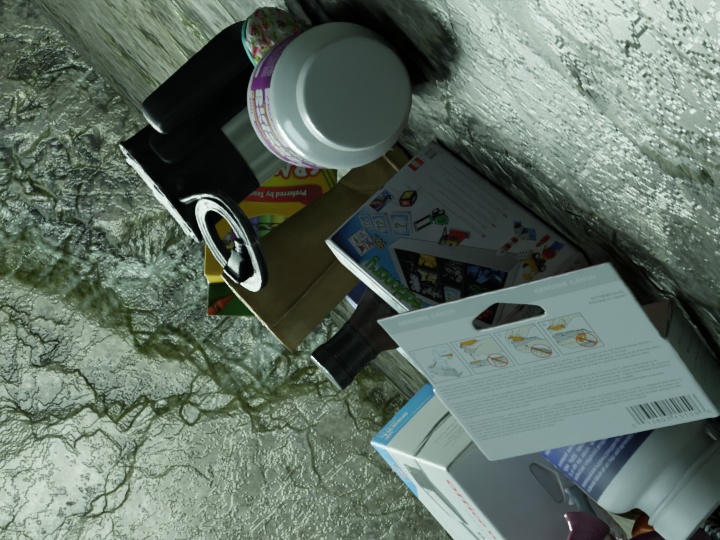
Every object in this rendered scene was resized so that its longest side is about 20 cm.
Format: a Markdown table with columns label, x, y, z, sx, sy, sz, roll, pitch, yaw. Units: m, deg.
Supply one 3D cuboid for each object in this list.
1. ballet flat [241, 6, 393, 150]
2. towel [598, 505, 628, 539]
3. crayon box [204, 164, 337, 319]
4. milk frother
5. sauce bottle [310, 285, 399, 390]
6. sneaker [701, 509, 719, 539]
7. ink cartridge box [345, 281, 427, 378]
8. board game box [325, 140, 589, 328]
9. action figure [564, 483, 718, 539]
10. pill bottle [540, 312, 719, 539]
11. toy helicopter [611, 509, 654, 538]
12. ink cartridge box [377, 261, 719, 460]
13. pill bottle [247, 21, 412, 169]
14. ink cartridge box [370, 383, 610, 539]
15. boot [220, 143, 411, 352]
| label | x | y | z | sx | sy | sz | roll | pitch | yaw |
| --- | --- | --- | --- | --- | --- | --- | --- | --- | --- |
| ballet flat | -0.028 | -0.160 | 1.724 | 0.064 | 0.076 | 0.200 | 4 | 153 | 32 |
| towel | 0.169 | 0.189 | 1.899 | 0.191 | 0.032 | 0.200 | 48 | 177 | 0 |
| crayon box | -0.085 | -0.056 | 1.938 | 0.051 | 0.126 | 0.201 | 90 | -179 | -80 |
| milk frother | -0.089 | -0.102 | 1.802 | 0.200 | 0.188 | 0.181 | 49 | 175 | 9 |
| sauce bottle | 0.044 | 0.019 | 1.671 | 0.066 | 0.200 | 0.066 | 44 | 172 | 8 |
| sneaker | 0.325 | 0.252 | 1.855 | 0.108 | 0.070 | 0.200 | 44 | 177 | 3 |
| ink cartridge box | 0.068 | 0.024 | 1.908 | 0.200 | 0.119 | 0.042 | 43 | 176 | 32 |
| board game box | 0.076 | -0.012 | 1.608 | 0.200 | 0.126 | 0.035 | 41 | 172 | 43 |
| action figure | 0.194 | 0.262 | 1.613 | 0.199 | 0.135 | 0.149 | 0 | -152 | -32 |
| pill bottle | 0.205 | 0.121 | 1.592 | 0.200 | 0.120 | 0.120 | 42 | 173 | 14 |
| toy helicopter | 0.242 | 0.166 | 1.786 | 0.132 | 0.079 | 0.200 | 20 | 149 | 12 |
| ink cartridge box | 0.139 | 0.057 | 1.456 | 0.199 | 0.044 | 0.174 | -15 | 129 | 32 |
| pill bottle | -0.022 | -0.135 | 1.560 | 0.112 | 0.112 | 0.200 | 48 | 174 | -9 |
| ink cartridge box | 0.110 | 0.186 | 1.762 | 0.145 | 0.084 | 0.200 | 50 | 167 | -14 |
| boot | 0.000 | 0.000 | 1.841 | 0.175 | 0.200 | 0.066 | 47 | 174 | -5 |
